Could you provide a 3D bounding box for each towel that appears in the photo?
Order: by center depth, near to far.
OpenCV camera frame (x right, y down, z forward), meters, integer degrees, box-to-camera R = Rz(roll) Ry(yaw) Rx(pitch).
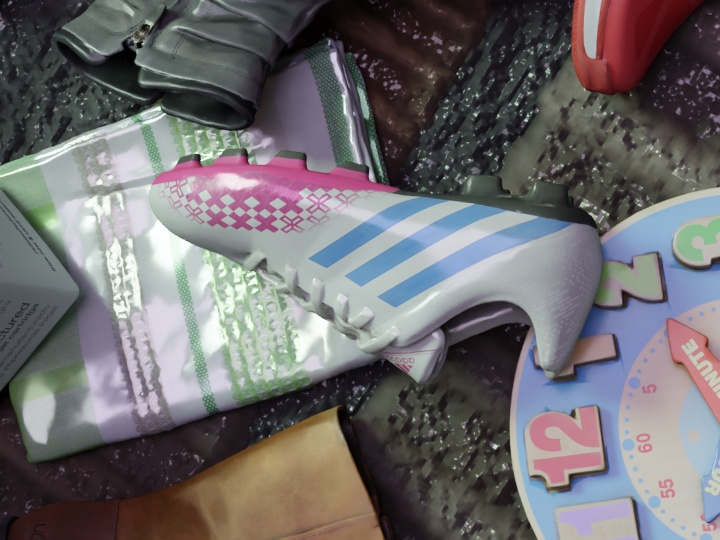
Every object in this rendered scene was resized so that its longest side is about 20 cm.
[{"bbox_3d":[-0.080,-0.008,0.856,0.199,0.031,0.150,-18,75,12],"label":"towel"}]

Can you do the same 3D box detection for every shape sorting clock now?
[{"bbox_3d":[0.159,0.063,0.770,0.199,0.039,0.202,-3,80,16],"label":"shape sorting clock"}]

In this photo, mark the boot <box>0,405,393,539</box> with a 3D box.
[{"bbox_3d":[-0.068,0.176,0.817,0.199,0.069,0.189,-17,69,5],"label":"boot"}]

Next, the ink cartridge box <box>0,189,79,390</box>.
[{"bbox_3d":[-0.237,0.025,0.792,0.147,0.200,0.083,-49,67,14],"label":"ink cartridge box"}]

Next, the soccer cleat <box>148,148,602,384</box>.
[{"bbox_3d":[0.000,0.000,0.781,0.199,0.070,0.087,6,84,16],"label":"soccer cleat"}]

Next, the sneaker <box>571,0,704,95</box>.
[{"bbox_3d":[0.170,-0.155,0.786,0.115,0.078,0.201,22,88,19],"label":"sneaker"}]

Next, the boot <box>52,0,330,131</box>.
[{"bbox_3d":[-0.027,-0.116,0.824,0.199,0.070,0.132,10,63,28],"label":"boot"}]
